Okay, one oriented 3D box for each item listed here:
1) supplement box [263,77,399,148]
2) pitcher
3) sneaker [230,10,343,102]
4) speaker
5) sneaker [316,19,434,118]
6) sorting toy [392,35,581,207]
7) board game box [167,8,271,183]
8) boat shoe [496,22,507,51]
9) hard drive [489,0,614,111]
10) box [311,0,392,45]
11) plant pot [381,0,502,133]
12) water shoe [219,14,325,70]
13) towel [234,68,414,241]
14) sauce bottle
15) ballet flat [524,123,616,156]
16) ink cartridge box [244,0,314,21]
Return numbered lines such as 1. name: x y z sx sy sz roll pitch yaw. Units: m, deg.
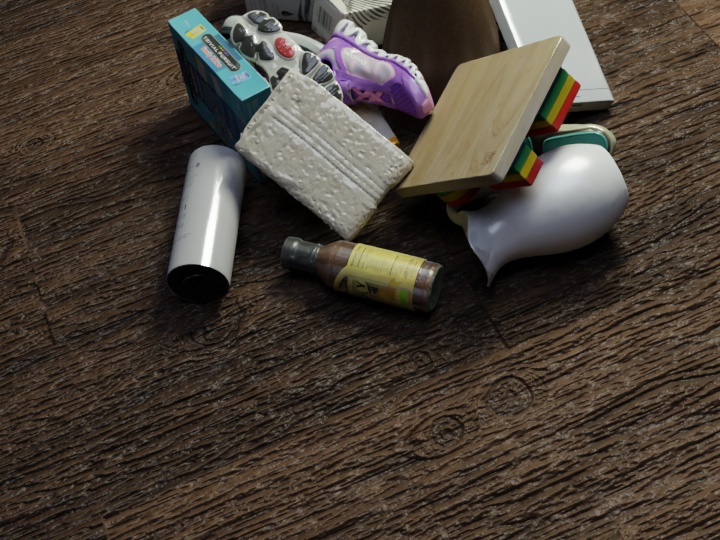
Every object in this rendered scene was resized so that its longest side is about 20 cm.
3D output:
1. supplement box: -0.042 -0.192 1.490 0.125 0.074 0.201 -21 55 -10
2. pitcher: 0.211 -0.085 1.361 0.199 0.122 0.172 -27 38 0
3. sneaker: -0.086 -0.256 1.450 0.080 0.083 0.201 -38 74 3
4. speaker: -0.194 -0.060 1.404 0.080 0.082 0.201 -2 52 6
5. sneaker: 0.011 -0.243 1.436 0.088 0.081 0.200 -40 55 -17
6. sorting toy: 0.158 -0.168 1.343 0.198 0.069 0.201 -3 55 57
7. board game box: -0.178 -0.236 1.492 0.047 0.152 0.200 -30 55 -17
8. boat shoe: 0.232 -0.353 1.571 0.199 0.091 0.071 24 58 23
9. hard drive: 0.255 -0.308 1.503 0.131 0.027 0.202 -8 70 -30
10. box: 0.034 -0.375 1.593 0.199 0.069 0.082 -19 50 -29
11. plant pot: 0.108 -0.320 1.491 0.185 0.201 0.188 -3 52 4
12. water shoe: -0.118 -0.303 1.604 0.198 0.071 0.080 22 86 19
13. towel: -0.048 -0.145 1.378 0.200 0.034 0.133 40 93 7
14. sauce bottle: 0.000 0.000 1.345 0.198 0.065 0.065 14 55 19
15. ballet flat: 0.234 -0.164 1.445 0.198 0.070 0.070 3 52 19
16. ink cartridge box: -0.076 -0.451 1.648 0.198 0.147 0.086 8 55 13
